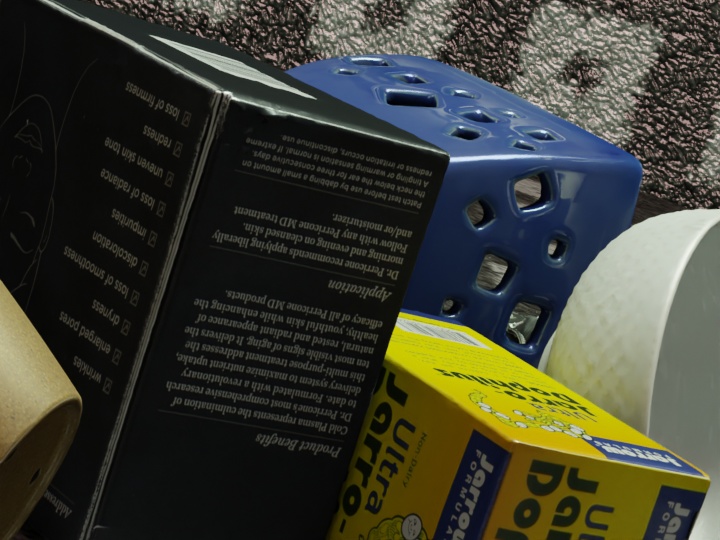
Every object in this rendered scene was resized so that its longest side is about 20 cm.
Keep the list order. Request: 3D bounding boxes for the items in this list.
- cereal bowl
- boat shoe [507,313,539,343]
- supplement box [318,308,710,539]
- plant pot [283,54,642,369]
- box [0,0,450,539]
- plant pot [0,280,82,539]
[{"bbox_3d":[0.135,0.070,1.254,0.083,0.202,0.200,5,1,30],"label":"cereal bowl"},{"bbox_3d":[0.089,0.060,1.644,0.070,0.073,0.200,9,-1,-4],"label":"boat shoe"},{"bbox_3d":[0.035,0.094,1.143,0.109,0.109,0.200,12,11,-35],"label":"supplement box"},{"bbox_3d":[0.000,0.000,1.388,0.179,0.201,0.200,4,17,-39],"label":"plant pot"},{"bbox_3d":[-0.088,0.005,1.139,0.123,0.198,0.200,14,10,-36],"label":"box"},{"bbox_3d":[-0.201,0.023,0.932,0.199,0.187,0.186,33,11,9],"label":"plant pot"}]
